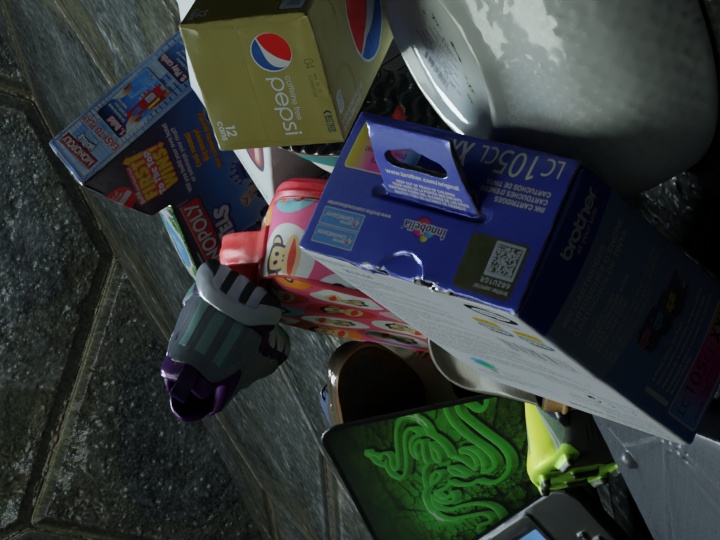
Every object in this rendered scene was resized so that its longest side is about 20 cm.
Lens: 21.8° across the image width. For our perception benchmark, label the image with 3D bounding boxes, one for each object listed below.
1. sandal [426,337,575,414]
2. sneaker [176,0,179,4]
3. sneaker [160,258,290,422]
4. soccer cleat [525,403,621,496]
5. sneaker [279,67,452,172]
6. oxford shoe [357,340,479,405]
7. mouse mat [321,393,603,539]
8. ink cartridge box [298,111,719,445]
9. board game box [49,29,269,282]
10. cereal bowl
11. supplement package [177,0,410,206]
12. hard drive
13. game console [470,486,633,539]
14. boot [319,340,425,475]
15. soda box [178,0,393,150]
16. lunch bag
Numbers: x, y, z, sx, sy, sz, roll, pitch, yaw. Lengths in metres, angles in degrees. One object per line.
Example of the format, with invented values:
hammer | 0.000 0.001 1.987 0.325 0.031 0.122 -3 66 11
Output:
sandal | 0.100 0.040 0.981 0.199 0.054 0.082 0 108 47
sneaker | -0.106 -0.270 1.214 0.131 0.079 0.200 96 154 -46
sneaker | -0.095 0.054 1.158 0.074 0.088 0.200 30 169 7
soccer cleat | 0.125 0.072 1.119 0.200 0.064 0.084 80 175 -60
sneaker | 0.043 -0.067 1.010 0.199 0.071 0.093 19 -177 19
oxford shoe | 0.068 0.068 1.310 0.200 0.070 0.075 37 154 35
mouse mat | 0.075 0.148 1.243 0.200 0.160 0.008 66 -164 -45
ink cartridge box | 0.069 -0.001 0.847 0.136 0.077 0.200 17 169 42
board game box | -0.107 -0.088 1.316 0.062 0.199 0.201 46 161 43
cereal bowl | 0.069 -0.115 0.837 0.200 0.083 0.200 54 166 20
supplement package | -0.037 -0.141 1.128 0.114 0.109 0.200 56 167 19
hard drive | 0.199 0.128 0.968 0.135 0.042 0.200 63 166 -11
game console | 0.115 0.267 1.228 0.176 0.116 0.200 47 131 -3
boot | -0.004 0.091 1.272 0.097 0.075 0.200 37 164 35
soda box | -0.019 -0.140 0.893 0.200 0.064 0.068 -66 -33 -50
lunch bag | 0.000 0.000 1.153 0.200 0.175 0.082 128 150 -79
